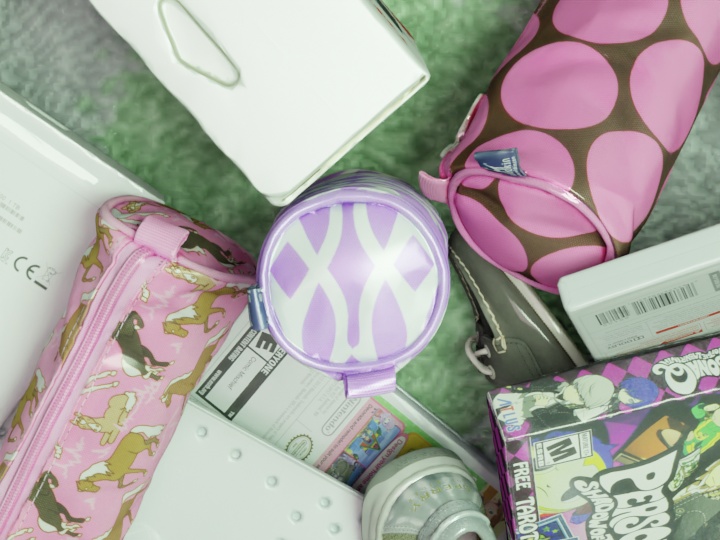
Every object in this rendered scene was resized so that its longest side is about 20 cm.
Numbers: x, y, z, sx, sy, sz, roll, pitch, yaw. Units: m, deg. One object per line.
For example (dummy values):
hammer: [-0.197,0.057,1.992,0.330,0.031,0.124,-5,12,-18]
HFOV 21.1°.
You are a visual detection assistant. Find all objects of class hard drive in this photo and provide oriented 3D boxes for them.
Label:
hard drive: [-0.202,0.010,0.892,0.132,0.027,0.200,35,98,-17]

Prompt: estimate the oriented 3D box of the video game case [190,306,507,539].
video game case: [-0.042,0.135,0.973,0.182,0.022,0.200,39,98,-6]

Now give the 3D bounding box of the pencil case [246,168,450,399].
pencil case: [0.000,0.000,0.859,0.084,0.200,0.086,-16,96,4]

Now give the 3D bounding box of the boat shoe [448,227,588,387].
boat shoe: [0.091,0.068,0.937,0.057,0.067,0.200,-35,102,2]

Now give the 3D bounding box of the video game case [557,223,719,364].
video game case: [0.177,0.024,0.868,0.143,0.200,0.018,-19,63,10]

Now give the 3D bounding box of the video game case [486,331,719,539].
video game case: [0.156,0.112,0.893,0.181,0.036,0.200,-13,132,-4]

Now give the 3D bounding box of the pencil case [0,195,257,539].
pencil case: [-0.119,0.062,0.873,0.083,0.087,0.200,23,103,-23]

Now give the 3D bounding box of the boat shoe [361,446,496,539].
boat shoe: [0.043,0.181,0.933,0.074,0.065,0.202,-14,123,-16]

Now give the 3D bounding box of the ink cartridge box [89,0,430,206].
ink cartridge box: [-0.048,-0.118,0.833,0.084,0.200,0.144,-40,98,8]

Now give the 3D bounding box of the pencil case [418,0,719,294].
pencil case: [0.108,-0.091,0.858,0.094,0.091,0.200,19,59,22]

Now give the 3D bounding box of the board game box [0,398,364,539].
board game box: [-0.119,0.152,0.950,0.200,0.026,0.200,29,98,-3]
